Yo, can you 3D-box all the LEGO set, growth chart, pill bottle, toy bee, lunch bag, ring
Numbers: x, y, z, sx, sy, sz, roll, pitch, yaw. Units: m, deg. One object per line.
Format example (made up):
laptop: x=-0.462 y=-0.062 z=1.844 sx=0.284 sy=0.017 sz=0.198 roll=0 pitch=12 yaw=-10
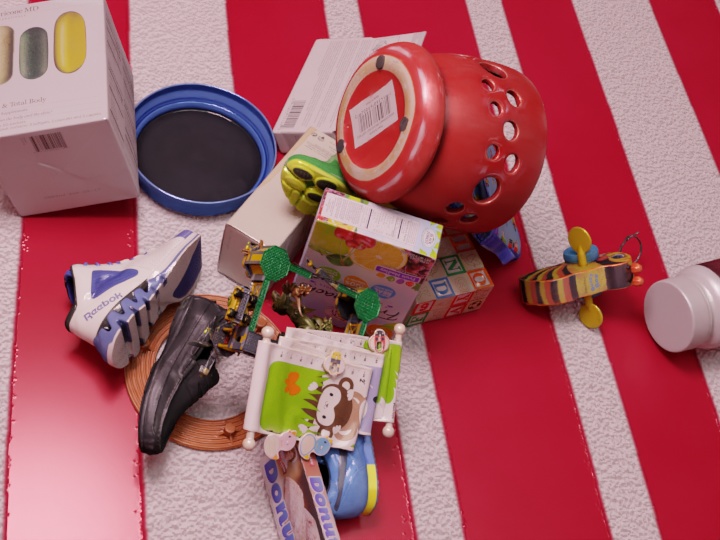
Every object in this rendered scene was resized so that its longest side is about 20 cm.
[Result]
LEGO set: x=-0.087 y=0.056 z=1.146 sx=0.199 sy=0.115 sz=0.155 roll=16 pitch=81 yaw=-36
growth chart: x=-0.036 y=0.127 z=1.100 sx=0.198 sy=0.018 sz=0.146 roll=4 pitch=87 yaw=-35
pill bottle: x=0.488 y=0.040 z=1.384 sx=0.198 sy=0.114 sz=0.115 roll=-13 pitch=62 yaw=-24
toy bee: x=0.311 y=-0.003 z=1.350 sx=0.200 sy=0.109 sz=0.131 roll=-39 pitch=112 yaw=-12
lunch bag: x=0.156 y=-0.099 z=1.354 sx=0.094 sy=0.150 sz=0.201 roll=-30 pitch=71 yaw=13
ring: x=-0.172 y=0.111 z=1.194 sx=0.198 sy=0.019 sz=0.202 roll=8 pitch=55 yaw=-11

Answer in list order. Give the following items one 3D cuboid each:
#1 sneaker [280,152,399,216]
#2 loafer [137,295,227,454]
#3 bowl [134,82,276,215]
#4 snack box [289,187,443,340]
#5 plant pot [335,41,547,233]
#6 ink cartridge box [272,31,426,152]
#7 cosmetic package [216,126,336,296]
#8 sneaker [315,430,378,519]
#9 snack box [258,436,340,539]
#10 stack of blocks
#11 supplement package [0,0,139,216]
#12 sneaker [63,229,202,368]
sneaker: x=-0.024 y=-0.110 z=1.242 sx=0.199 sy=0.074 sz=0.084 roll=11 pitch=58 yaw=-48
loafer: x=-0.190 y=0.113 z=1.133 sx=0.070 sy=0.068 sz=0.202 roll=14 pitch=50 yaw=2
bowl: x=-0.210 y=-0.158 z=1.350 sx=0.199 sy=0.039 sz=0.202 roll=8 pitch=56 yaw=-12
snack box: x=0.000 y=0.000 z=1.207 sx=0.141 sy=0.200 sz=0.053 roll=19 pitch=56 yaw=-4
plant pot: x=0.083 y=-0.151 z=1.175 sx=0.181 sy=0.200 sz=0.202 roll=6 pitch=53 yaw=-38
ink cartridge box: x=-0.008 y=-0.244 z=1.417 sx=0.175 sy=0.045 sz=0.201 roll=2 pitch=50 yaw=23
cosmetic package: x=-0.092 y=-0.075 z=1.292 sx=0.073 sy=0.104 sz=0.200 roll=32 pitch=53 yaw=7
sneaker: x=-0.034 y=0.178 z=1.157 sx=0.078 sy=0.066 sz=0.202 roll=7 pitch=57 yaw=-25
snack box: x=-0.055 y=0.277 z=1.084 sx=0.024 sy=0.072 sz=0.201 roll=8 pitch=52 yaw=-41
stack of blocks: x=0.076 y=-0.036 z=1.343 sx=0.114 sy=0.059 sz=0.201 roll=-12 pitch=61 yaw=-24
supplement package: x=-0.360 y=-0.199 z=1.241 sx=0.150 sy=0.151 sz=0.202 roll=-9 pitch=58 yaw=-2
sneaker: x=-0.272 y=0.013 z=1.184 sx=0.114 sy=0.081 sz=0.200 roll=23 pitch=47 yaw=13
